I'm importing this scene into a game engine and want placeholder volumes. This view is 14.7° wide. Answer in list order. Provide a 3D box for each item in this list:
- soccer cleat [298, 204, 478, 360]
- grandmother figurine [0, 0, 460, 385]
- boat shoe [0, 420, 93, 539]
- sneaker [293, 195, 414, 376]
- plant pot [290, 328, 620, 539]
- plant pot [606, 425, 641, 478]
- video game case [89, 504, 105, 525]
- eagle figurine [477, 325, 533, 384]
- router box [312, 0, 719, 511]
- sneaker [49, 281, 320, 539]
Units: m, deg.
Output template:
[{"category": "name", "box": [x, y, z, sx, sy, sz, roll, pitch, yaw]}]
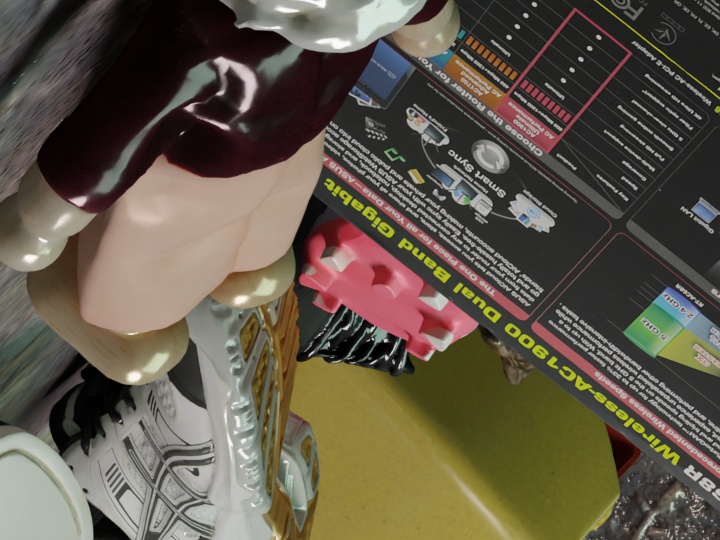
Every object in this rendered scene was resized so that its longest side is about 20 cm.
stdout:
[{"category": "soccer cleat", "box": [0.020, -0.033, 0.901, 0.077, 0.066, 0.200, -61, 168, -18]}, {"category": "grandmother figurine", "box": [-0.028, -0.039, 0.586, 0.121, 0.061, 0.200, -44, 172, -28]}, {"category": "boat shoe", "box": [-0.122, 0.105, 0.879, 0.075, 0.062, 0.201, -37, 149, -22]}, {"category": "sneaker", "box": [0.000, 0.000, 1.041, 0.075, 0.079, 0.200, -47, 174, 25]}, {"category": "plant pot", "box": [0.038, 0.120, 1.688, 0.194, 0.200, 0.195, -48, 174, 35]}, {"category": "plant pot", "box": [0.050, 0.136, 2.080, 0.200, 0.200, 0.176, -41, -175, -36]}, {"category": "video game case", "box": [-0.117, 0.201, 1.252, 0.045, 0.182, 0.200, 19, 128, -33]}, {"category": "eagle figurine", "box": [0.126, -0.033, 1.197, 0.200, 0.151, 0.152, -43, -150, -1]}, {"category": "router box", "box": [0.079, -0.032, 0.657, 0.062, 0.200, 0.150, -52, -179, -37]}, {"category": "sneaker", "box": [-0.065, 0.050, 0.932, 0.200, 0.087, 0.076, 87, 14, -55]}]
